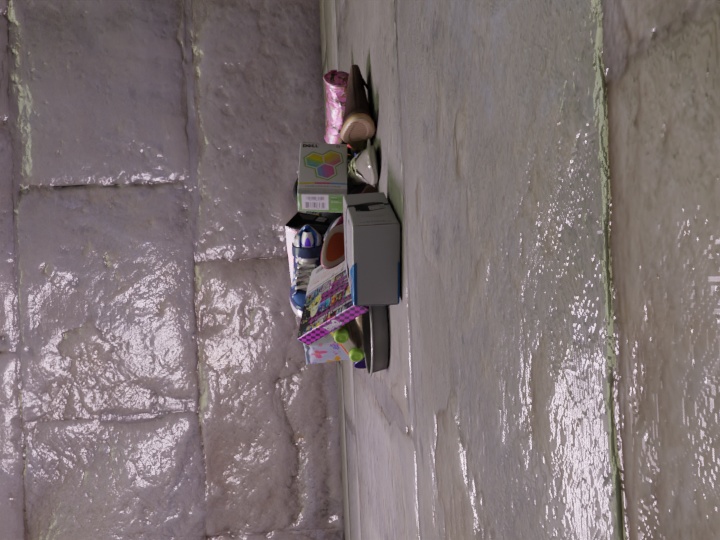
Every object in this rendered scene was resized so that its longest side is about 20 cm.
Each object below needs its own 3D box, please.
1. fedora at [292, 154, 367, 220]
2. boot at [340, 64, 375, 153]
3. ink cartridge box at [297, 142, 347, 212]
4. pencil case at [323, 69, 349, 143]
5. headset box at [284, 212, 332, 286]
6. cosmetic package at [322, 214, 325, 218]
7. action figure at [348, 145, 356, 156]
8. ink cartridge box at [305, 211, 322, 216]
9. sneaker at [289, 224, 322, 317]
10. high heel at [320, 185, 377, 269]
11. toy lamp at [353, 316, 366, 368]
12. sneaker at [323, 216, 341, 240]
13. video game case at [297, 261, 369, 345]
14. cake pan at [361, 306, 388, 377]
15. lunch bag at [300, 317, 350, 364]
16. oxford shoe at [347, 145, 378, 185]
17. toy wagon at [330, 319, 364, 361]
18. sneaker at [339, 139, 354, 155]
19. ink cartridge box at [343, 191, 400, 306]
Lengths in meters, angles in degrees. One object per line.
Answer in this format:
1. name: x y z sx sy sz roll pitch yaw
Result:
1. fedora: -0.057 -0.175 1.814 0.202 0.199 0.092 -99 -13 -50
2. boot: -0.013 -0.347 1.657 0.200 0.071 0.169 95 170 -81
3. ink cartridge box: -0.079 -0.219 1.710 0.060 0.102 0.202 94 177 -54
4. pencil case: -0.059 -0.431 2.133 0.083 0.086 0.201 -54 -24 -42
5. headset box: -0.095 -0.027 1.931 0.075 0.147 0.202 -52 -33 -50
6. cosmetic package: -0.043 -0.094 1.982 0.104 0.086 0.202 -71 -16 -53
7. action figure: -0.012 -0.223 1.900 0.066 0.051 0.202 105 160 -65
8. ink cartridge box: -0.097 -0.161 2.043 0.110 0.050 0.202 83 -165 -50
9. sneaker: -0.123 -0.010 1.781 0.201 0.080 0.148 -88 -5 -51
10. high heel: -0.025 -0.079 1.646 0.201 0.067 0.096 -55 2 -17
11. toy lamp: 0.001 0.128 1.890 0.058 0.057 0.202 97 167 -63
12. sneaker: -0.027 -0.023 1.747 0.108 0.070 0.203 9 98 44
13. video game case: -0.045 0.038 1.633 0.199 0.036 0.183 -33 36 41
14. cake pan: 0.029 0.115 1.637 0.200 0.036 0.203 177 90 -85
15. lunch bag: -0.066 0.121 2.005 0.128 0.167 0.202 89 173 -56
16. oxford shoe: 0.004 -0.211 1.643 0.200 0.057 0.076 -176 85 -84
17. toy wagon: -0.026 0.131 1.762 0.201 0.039 0.156 55 -165 -37
18. sneaker: -0.039 -0.249 2.045 0.091 0.069 0.202 88 178 -51
19. ink cartridge box: 0.017 -0.042 1.415 0.200 0.083 0.147 -105 13 -69
